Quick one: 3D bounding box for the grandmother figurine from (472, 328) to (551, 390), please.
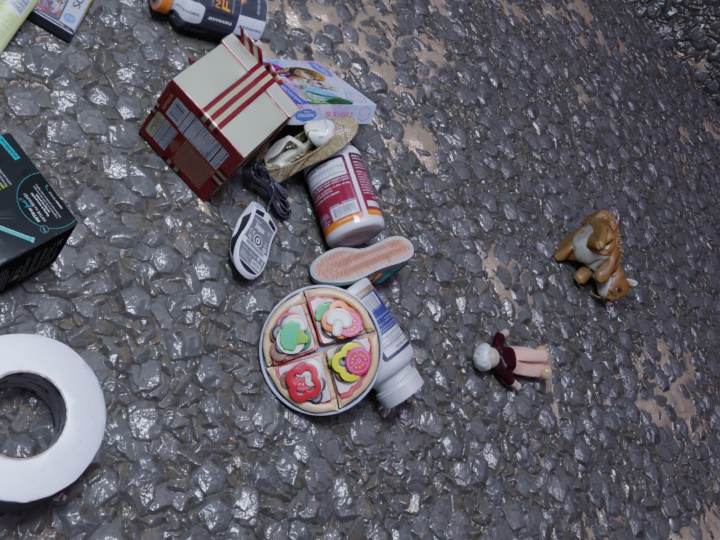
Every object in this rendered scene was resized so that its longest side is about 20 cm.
[{"bbox_3d":[0.297,0.174,1.471,0.197,0.060,0.123,8,54,-39],"label":"grandmother figurine"}]

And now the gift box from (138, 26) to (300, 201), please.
[{"bbox_3d":[-0.229,-0.265,1.199,0.201,0.183,0.187,51,48,-13],"label":"gift box"}]

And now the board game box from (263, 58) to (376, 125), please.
[{"bbox_3d":[-0.104,-0.332,1.365,0.197,0.042,0.200,-11,42,-42],"label":"board game box"}]

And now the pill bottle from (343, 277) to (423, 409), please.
[{"bbox_3d":[0.020,0.125,1.237,0.110,0.111,0.202,-32,88,-44],"label":"pill bottle"}]

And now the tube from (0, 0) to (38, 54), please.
[{"bbox_3d":[-0.546,-0.340,1.074,0.057,0.052,0.203,14,64,18],"label":"tube"}]

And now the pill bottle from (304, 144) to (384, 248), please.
[{"bbox_3d":[-0.037,-0.152,1.339,0.111,0.113,0.204,-6,71,-40],"label":"pill bottle"}]

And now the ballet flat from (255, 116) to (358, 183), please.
[{"bbox_3d":[-0.096,-0.216,1.276,0.071,0.198,0.065,61,6,34],"label":"ballet flat"}]

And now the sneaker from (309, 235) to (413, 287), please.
[{"bbox_3d":[0.000,0.000,1.322,0.196,0.080,0.072,-13,62,-20],"label":"sneaker"}]

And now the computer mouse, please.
[{"bbox_3d":[-0.176,-0.073,1.227,0.110,0.043,0.203,49,44,-37],"label":"computer mouse"}]

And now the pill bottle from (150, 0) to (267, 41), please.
[{"bbox_3d":[-0.274,-0.479,1.330,0.197,0.106,0.108,3,65,-37],"label":"pill bottle"}]

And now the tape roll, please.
[{"bbox_3d":[-0.414,0.182,0.893,0.197,0.066,0.204,19,56,-30],"label":"tape roll"}]

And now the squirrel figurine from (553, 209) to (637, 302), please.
[{"bbox_3d":[0.584,-0.031,1.759,0.187,0.140,0.201,48,49,-15],"label":"squirrel figurine"}]

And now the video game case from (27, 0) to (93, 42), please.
[{"bbox_3d":[-0.525,-0.486,1.187,0.198,0.025,0.184,28,52,-24],"label":"video game case"}]

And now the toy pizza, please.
[{"bbox_3d":[-0.061,0.124,1.157,0.195,0.032,0.205,1,85,-5],"label":"toy pizza"}]

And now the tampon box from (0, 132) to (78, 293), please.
[{"bbox_3d":[-0.488,-0.046,0.913,0.151,0.126,0.199,52,47,-2],"label":"tampon box"}]
